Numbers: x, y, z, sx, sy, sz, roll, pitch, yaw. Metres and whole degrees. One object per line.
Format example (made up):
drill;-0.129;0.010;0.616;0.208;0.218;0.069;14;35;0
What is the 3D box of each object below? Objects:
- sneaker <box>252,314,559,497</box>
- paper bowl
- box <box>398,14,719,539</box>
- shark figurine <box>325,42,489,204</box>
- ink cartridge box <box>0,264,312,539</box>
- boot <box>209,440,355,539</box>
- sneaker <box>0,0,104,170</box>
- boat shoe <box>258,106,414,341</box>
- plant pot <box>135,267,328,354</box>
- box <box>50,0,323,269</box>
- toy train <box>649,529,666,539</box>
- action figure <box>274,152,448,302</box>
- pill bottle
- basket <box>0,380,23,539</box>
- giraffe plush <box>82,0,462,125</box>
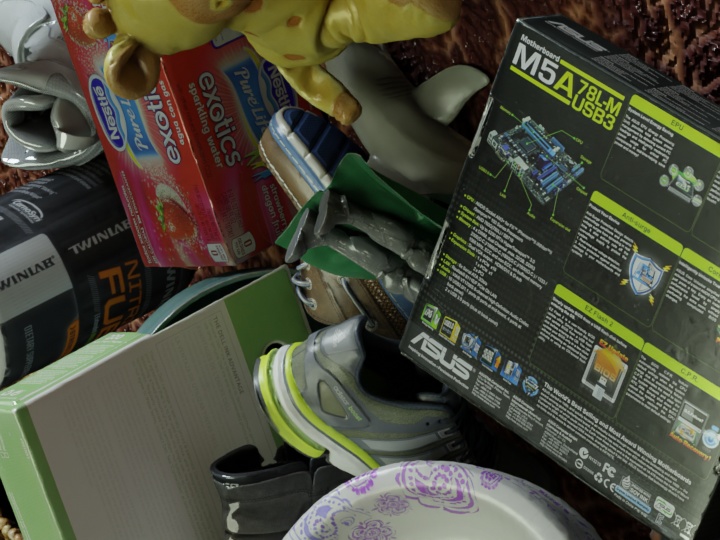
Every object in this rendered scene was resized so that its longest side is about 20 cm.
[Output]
sneaker;0.039;0.089;1.538;0.200;0.074;0.081;28;136;-29
paper bowl;0.049;0.204;1.485;0.200;0.104;0.201;-2;83;21
box;0.128;0.004;1.347;0.200;0.047;0.193;34;114;32
shark figurine;0.044;-0.057;1.507;0.214;0.089;0.128;23;132;43
ink cartridge box;-0.105;0.100;1.571;0.048;0.200;0.146;0;114;51
boot;0.000;0.158;1.589;0.070;0.200;0.132;13;101;46
sneaker;-0.198;-0.127;1.731;0.200;0.115;0.075;28;133;38
boat shoe;0.000;0.000;1.568;0.072;0.072;0.200;-36;95;23
plant pot;-0.067;0.088;1.674;0.134;0.200;0.201;-152;41;-70
box;-0.097;-0.109;1.631;0.095;0.100;0.200;0;114;51
toy train;0.201;0.071;1.404;0.114;0.087;0.200;51;144;27
action figure;0.061;0.012;1.489;0.200;0.055;0.118;24;154;-13
pill bottle;-0.173;-0.011;1.707;0.106;0.200;0.106;32;137;36
basket;-0.214;0.177;1.903;0.200;0.143;0.149;41;164;26
giraffe plush;-0.064;-0.168;1.457;0.200;0.162;0.173;-51;52;45
